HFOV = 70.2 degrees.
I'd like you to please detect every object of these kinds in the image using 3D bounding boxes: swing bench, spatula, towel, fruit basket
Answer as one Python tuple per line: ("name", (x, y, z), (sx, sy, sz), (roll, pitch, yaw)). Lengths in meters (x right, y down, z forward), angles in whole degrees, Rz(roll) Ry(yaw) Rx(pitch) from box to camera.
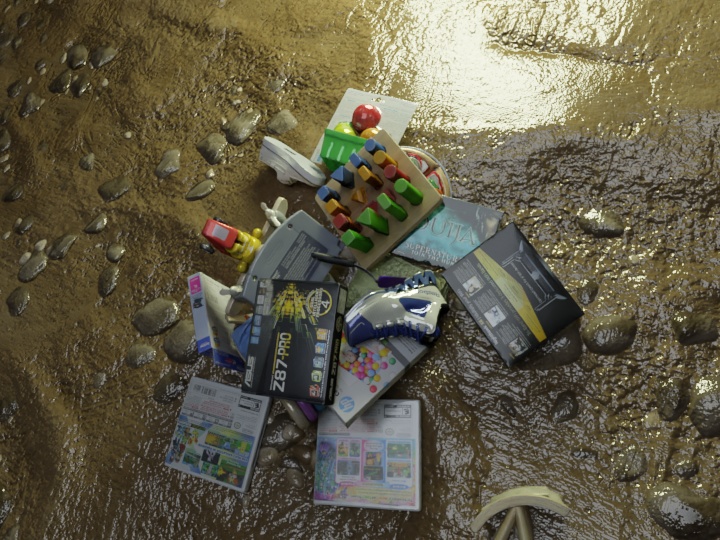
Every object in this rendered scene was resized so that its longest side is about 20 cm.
("swing bench", (0.218, 0.408, 0.727), (0.128, 0.199, 0.203), (5, 73, 21))
("spatula", (0.000, 0.000, 0.960), (0.198, 0.057, 0.021), (20, 67, 6))
("towel", (0.067, 0.048, 0.999), (0.198, 0.036, 0.150), (23, 81, 23))
("fruit basket", (0.008, -0.299, 1.123), (0.183, 0.094, 0.202), (20, 71, 24))

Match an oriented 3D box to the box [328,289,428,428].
("box", (-0.001, 0.151, 0.916), (0.199, 0.041, 0.156), (-39, 64, -16))

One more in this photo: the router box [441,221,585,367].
("router box", (0.262, 0.042, 0.900), (0.156, 0.052, 0.201), (-35, 77, 5))

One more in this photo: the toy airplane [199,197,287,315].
("toy airplane", (-0.210, -0.029, 1.041), (0.140, 0.198, 0.203), (12, 119, 45))

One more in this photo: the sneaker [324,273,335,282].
("sneaker", (-0.112, -0.005, 1.050), (0.079, 0.071, 0.202), (-16, 61, -20))

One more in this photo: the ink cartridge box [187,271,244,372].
("ink cartridge box", (-0.299, 0.114, 1.062), (0.042, 0.119, 0.202), (-23, 65, 9))

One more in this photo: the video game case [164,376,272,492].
("video game case", (-0.288, 0.326, 1.039), (0.197, 0.022, 0.185), (8, 74, 21))

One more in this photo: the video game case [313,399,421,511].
("video game case", (0.013, 0.329, 0.928), (0.197, 0.024, 0.185), (-4, 70, 18))

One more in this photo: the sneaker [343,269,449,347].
("sneaker", (0.075, 0.086, 0.879), (0.198, 0.081, 0.116), (-27, 58, -17))

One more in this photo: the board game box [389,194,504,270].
("board game box", (0.158, -0.073, 0.978), (0.197, 0.028, 0.137), (17, 91, 13))

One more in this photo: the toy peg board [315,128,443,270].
("toy peg board", (0.012, -0.146, 0.963), (0.200, 0.098, 0.200), (-42, 66, 15))

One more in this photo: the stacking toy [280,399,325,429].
("stacking toy", (-0.053, 0.202, 0.958), (0.199, 0.086, 0.085), (-36, 62, -15))

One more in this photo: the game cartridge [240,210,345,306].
("game cartridge", (-0.132, -0.006, 0.975), (0.201, 0.133, 0.041), (-57, 20, -14))

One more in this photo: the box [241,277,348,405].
("box", (-0.112, 0.118, 0.880), (0.159, 0.049, 0.203), (3, 79, 21))

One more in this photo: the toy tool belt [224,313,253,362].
("toy tool belt", (-0.179, 0.157, 0.999), (0.200, 0.123, 0.125), (41, 95, 26))

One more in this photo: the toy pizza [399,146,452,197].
("toy pizza", (0.085, -0.150, 1.027), (0.197, 0.032, 0.203), (0, 88, 6))

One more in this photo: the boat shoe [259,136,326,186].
("boat shoe", (-0.161, -0.231, 1.172), (0.199, 0.071, 0.070), (37, 113, 23))
